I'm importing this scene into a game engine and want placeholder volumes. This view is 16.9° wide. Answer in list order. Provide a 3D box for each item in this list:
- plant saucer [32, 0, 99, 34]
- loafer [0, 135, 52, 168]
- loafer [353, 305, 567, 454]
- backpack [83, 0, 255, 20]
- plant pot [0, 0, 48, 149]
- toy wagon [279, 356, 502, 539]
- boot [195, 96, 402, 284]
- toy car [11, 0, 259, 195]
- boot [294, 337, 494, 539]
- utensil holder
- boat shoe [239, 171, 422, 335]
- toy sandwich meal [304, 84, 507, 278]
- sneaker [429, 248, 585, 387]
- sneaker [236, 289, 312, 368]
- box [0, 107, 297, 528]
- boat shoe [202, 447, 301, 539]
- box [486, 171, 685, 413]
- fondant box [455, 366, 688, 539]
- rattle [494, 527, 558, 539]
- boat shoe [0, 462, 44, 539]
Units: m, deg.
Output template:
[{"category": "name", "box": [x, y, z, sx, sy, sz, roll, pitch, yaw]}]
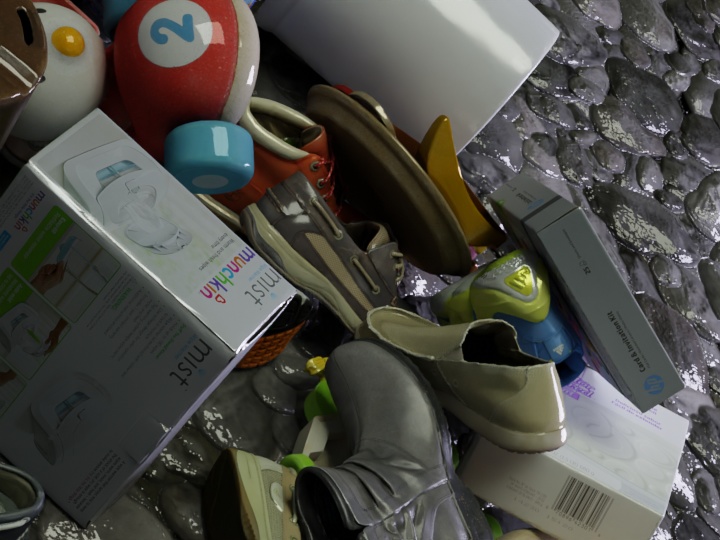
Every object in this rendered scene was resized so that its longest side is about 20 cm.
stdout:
[{"category": "plant saucer", "box": [-0.317, -0.195, 1.772, 0.200, 0.037, 0.200, 43, 36, 0]}, {"category": "loafer", "box": [-0.185, -0.123, 1.796, 0.200, 0.063, 0.072, -16, 64, -49]}, {"category": "loafer", "box": [0.075, 0.063, 1.703, 0.076, 0.068, 0.200, -6, 24, -43]}, {"category": "backpack", "box": [-0.174, -0.265, 1.866, 0.135, 0.183, 0.200, -28, 86, -43]}, {"category": "plant pot", "box": [-0.309, -0.104, 1.554, 0.200, 0.198, 0.200, 25, 40, -23]}, {"category": "toy wagon", "box": [0.010, 0.151, 1.718, 0.155, 0.040, 0.200, -3, 55, -44]}, {"category": "boot", "box": [-0.035, -0.055, 1.829, 0.200, 0.107, 0.075, 29, 35, -20]}, {"category": "toy car", "box": [-0.188, -0.139, 1.654, 0.200, 0.177, 0.184, 8, 67, -30]}, {"category": "boot", "box": [0.004, 0.131, 1.635, 0.132, 0.070, 0.200, -2, 53, -48]}, {"category": "utensil holder", "box": [0.040, -0.206, 1.997, 0.200, 0.170, 0.170, 41, 37, -4]}, {"category": "boat shoe", "box": [0.000, 0.000, 1.793, 0.200, 0.073, 0.075, 39, 9, -33]}, {"category": "toy sandwich meal", "box": [0.039, -0.075, 1.854, 0.070, 0.205, 0.205, -40, 82, -13]}, {"category": "sneaker", "box": [0.110, 0.046, 1.792, 0.105, 0.076, 0.200, 60, -6, 1]}, {"category": "sneaker", "box": [-0.121, 0.013, 1.715, 0.200, 0.076, 0.092, 6, 37, -47]}, {"category": "box", "box": [-0.172, 0.034, 1.538, 0.176, 0.200, 0.097, 41, 36, 1]}, {"category": "boat shoe", "box": [-0.057, 0.203, 1.581, 0.063, 0.073, 0.201, 14, 37, -26]}, {"category": "box", "box": [0.163, 0.012, 1.794, 0.156, 0.041, 0.200, 59, 0, -12]}, {"category": "fondant box", "box": [0.158, 0.133, 1.789, 0.144, 0.058, 0.200, 28, 19, 4]}, {"category": "rattle", "box": [0.175, 0.225, 1.707, 0.200, 0.143, 0.130, -4, 60, -45]}, {"category": "boat shoe", "box": [-0.286, 0.131, 1.452, 0.200, 0.060, 0.076, 9, 48, -36]}]
